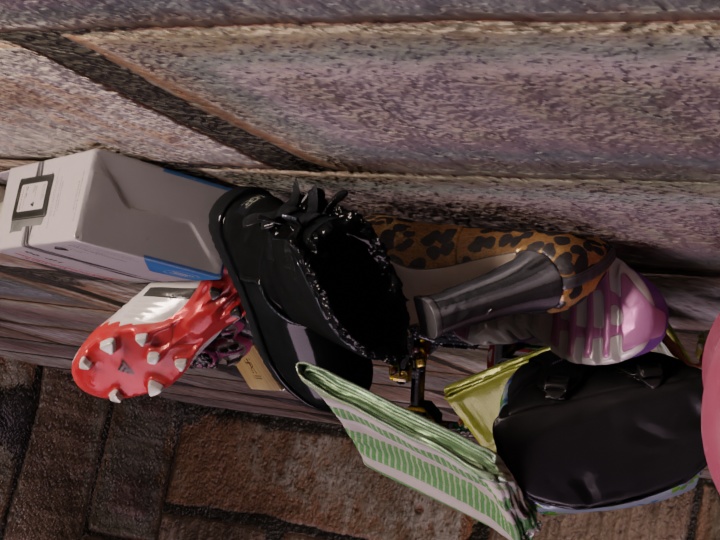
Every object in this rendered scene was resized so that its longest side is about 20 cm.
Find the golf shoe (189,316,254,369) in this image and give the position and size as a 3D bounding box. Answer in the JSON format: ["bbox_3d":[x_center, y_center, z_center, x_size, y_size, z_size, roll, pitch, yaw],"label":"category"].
[{"bbox_3d":[-0.061,0.024,1.308,0.200,0.092,0.073,-1,138,10],"label":"golf shoe"}]

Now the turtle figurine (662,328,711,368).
[{"bbox_3d":[0.323,0.061,1.211,0.161,0.064,0.200,13,-176,-44],"label":"turtle figurine"}]

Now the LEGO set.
[{"bbox_3d":[0.107,0.105,1.440,0.200,0.154,0.116,12,-171,13],"label":"LEGO set"}]

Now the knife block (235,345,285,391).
[{"bbox_3d":[-0.089,0.007,1.423,0.064,0.200,0.176,-3,119,61],"label":"knife block"}]

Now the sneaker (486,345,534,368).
[{"bbox_3d":[0.226,0.096,1.579,0.115,0.078,0.200,7,-172,-38],"label":"sneaker"}]

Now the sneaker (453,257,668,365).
[{"bbox_3d":[0.152,0.024,1.164,0.088,0.081,0.200,8,179,-33],"label":"sneaker"}]

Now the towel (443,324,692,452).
[{"bbox_3d":[0.174,0.096,1.364,0.200,0.018,0.086,-23,121,23],"label":"towel"}]

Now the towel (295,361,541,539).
[{"bbox_3d":[0.044,0.128,1.106,0.152,0.023,0.200,25,167,21],"label":"towel"}]

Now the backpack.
[{"bbox_3d":[0.174,0.112,1.200,0.163,0.154,0.200,-12,-163,1],"label":"backpack"}]

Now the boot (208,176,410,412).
[{"bbox_3d":[-0.018,0.028,1.091,0.162,0.073,0.198,18,140,59],"label":"boot"}]

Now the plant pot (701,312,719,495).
[{"bbox_3d":[0.289,0.073,0.979,0.200,0.200,0.179,11,-172,-6],"label":"plant pot"}]

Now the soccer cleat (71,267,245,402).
[{"bbox_3d":[-0.136,0.030,1.248,0.200,0.085,0.069,-36,111,21],"label":"soccer cleat"}]

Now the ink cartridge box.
[{"bbox_3d":[-0.188,-0.034,1.198,0.116,0.068,0.200,16,170,-30],"label":"ink cartridge box"}]

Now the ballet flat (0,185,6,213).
[{"bbox_3d":[-0.341,-0.060,1.279,0.200,0.068,0.075,10,151,-31],"label":"ballet flat"}]

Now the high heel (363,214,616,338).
[{"bbox_3d":[0.076,-0.009,1.127,0.142,0.071,0.200,-17,-158,-17],"label":"high heel"}]
